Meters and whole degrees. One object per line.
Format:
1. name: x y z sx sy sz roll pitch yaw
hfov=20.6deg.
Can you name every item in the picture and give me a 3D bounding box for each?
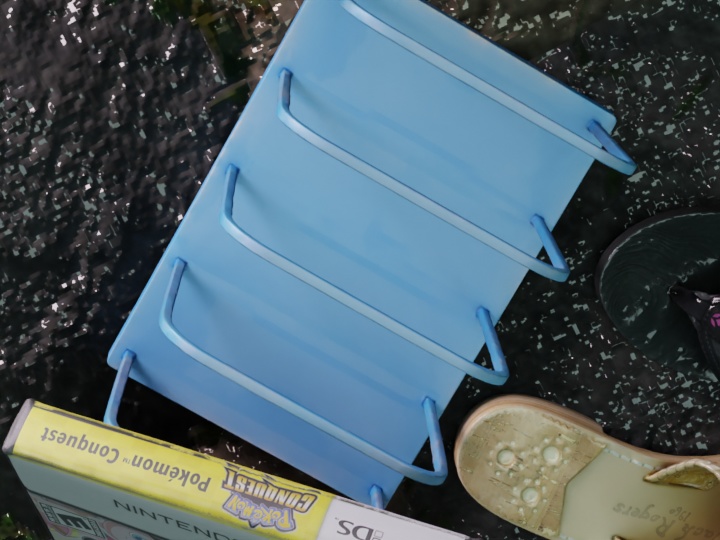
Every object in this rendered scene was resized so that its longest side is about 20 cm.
1. file sorter: 0.000 0.000 0.789 0.138 0.123 0.201 29 102 -8
2. sandal: 0.141 0.113 0.849 0.210 0.070 0.078 18 103 -6
3. video game case: -0.033 0.130 0.774 0.179 0.201 0.026 15 61 16
4. sandal: 0.195 0.033 0.841 0.199 0.048 0.076 25 102 -9
